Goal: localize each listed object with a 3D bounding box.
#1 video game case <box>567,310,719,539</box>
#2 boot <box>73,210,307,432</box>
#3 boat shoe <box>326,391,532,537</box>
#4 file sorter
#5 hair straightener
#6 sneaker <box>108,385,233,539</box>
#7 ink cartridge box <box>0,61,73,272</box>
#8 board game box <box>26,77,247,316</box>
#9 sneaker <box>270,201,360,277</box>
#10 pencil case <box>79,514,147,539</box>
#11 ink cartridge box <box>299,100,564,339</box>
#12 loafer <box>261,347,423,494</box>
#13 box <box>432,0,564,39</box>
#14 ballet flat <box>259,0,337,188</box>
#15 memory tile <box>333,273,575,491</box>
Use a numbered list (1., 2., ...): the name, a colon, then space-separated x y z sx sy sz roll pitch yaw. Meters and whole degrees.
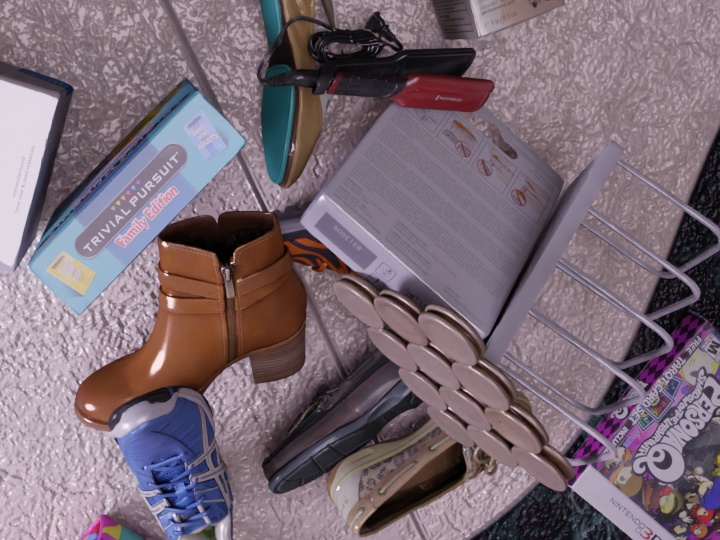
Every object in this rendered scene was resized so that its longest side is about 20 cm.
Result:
1. video game case: 0.313 0.172 0.944 0.181 0.036 0.201 40 91 -19
2. boot: -0.136 0.039 0.753 0.196 0.077 0.157 -12 135 -5
3. boat shoe: 0.070 0.170 0.861 0.197 0.063 0.074 -25 128 -11
4. file sorter: 0.177 0.033 0.783 0.123 0.139 0.202 33 74 2
5. hair straightener: 0.008 -0.159 0.761 0.196 0.078 0.041 -7 150 -29
6. sneaker: -0.134 0.157 0.766 0.075 0.078 0.201 -24 144 -5
7. ink cartridge box: -0.317 -0.097 0.692 0.196 0.129 0.128 16 99 -15
8. board game box: -0.156 -0.063 0.698 0.151 0.200 0.047 -46 108 0
9. sneaker: 0.000 0.000 0.812 0.196 0.078 0.115 -6 103 -11
10. pencil case: -0.167 0.291 0.837 0.199 0.088 0.089 37 93 -18
11. ink cartridge box: 0.064 -0.055 0.780 0.159 0.047 0.201 40 48 -5
12. loafer: -0.005 0.112 0.853 0.198 0.072 0.063 -34 66 -5
13. box: 0.080 -0.287 0.759 0.076 0.095 0.203 -21 108 -8
14. ballet flat: -0.044 -0.167 0.773 0.062 0.068 0.205 -9 106 -25
15. memory tile: 0.070 0.082 0.737 0.017 0.152 0.201 -48 124 -18
